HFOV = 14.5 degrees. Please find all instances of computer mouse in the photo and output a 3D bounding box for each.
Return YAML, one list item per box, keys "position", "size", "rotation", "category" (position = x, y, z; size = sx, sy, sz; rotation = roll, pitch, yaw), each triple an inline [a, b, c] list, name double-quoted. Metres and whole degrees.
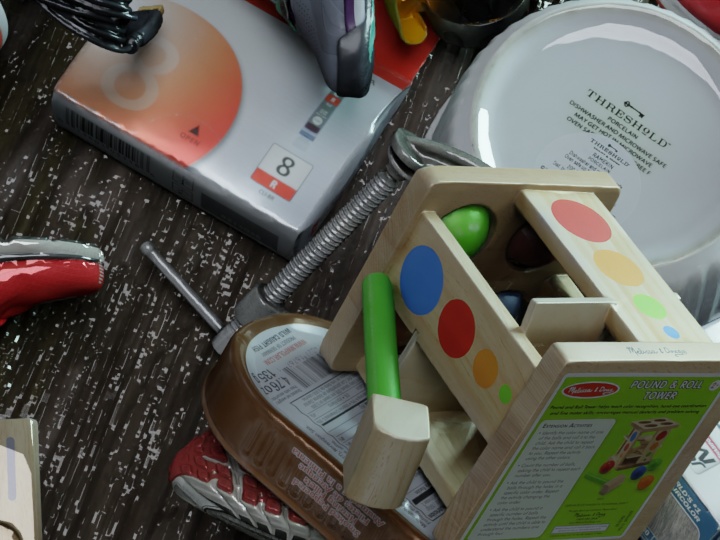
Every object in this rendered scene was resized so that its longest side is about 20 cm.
- position: [-0.162, -0.184, 1.537]
  size: [0.140, 0.200, 0.046]
  rotation: [28, 108, -10]
  category: "computer mouse"

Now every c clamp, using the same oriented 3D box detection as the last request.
- position: [0.000, 0.000, 1.484]
  size: [0.200, 0.027, 0.171]
  rotation: [-39, 90, 26]
  category: "c clamp"

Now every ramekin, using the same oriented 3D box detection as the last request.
- position: [0.132, -0.052, 1.532]
  size: [0.200, 0.105, 0.200]
  rotation: [2, 68, -4]
  category: "ramekin"

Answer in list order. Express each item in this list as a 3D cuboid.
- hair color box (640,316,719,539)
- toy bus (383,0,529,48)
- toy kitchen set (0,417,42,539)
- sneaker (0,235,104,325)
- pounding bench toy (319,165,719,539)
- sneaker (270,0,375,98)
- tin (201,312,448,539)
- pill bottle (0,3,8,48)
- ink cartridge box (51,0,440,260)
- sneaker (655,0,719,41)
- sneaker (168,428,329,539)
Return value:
- position: [0.213, 0.073, 1.474]
  size: [0.200, 0.061, 0.100]
  rotation: [-22, 68, -36]
  category: "hair color box"
- position: [0.076, -0.244, 1.599]
  size: [0.200, 0.136, 0.192]
  rotation: [-22, 50, -12]
  category: "toy bus"
- position: [-0.101, 0.153, 1.396]
  size: [0.200, 0.163, 0.181]
  rotation: [-3, 68, -6]
  category: "toy kitchen set"
- position: [-0.226, 0.038, 1.492]
  size: [0.200, 0.077, 0.085]
  rotation: [-17, 81, -4]
  category: "sneaker"
- position: [0.049, 0.036, 1.341]
  size: [0.200, 0.124, 0.156]
  rotation: [1, 41, -39]
  category: "pounding bench toy"
- position: [-0.041, -0.166, 1.560]
  size: [0.087, 0.074, 0.200]
  rotation: [-4, 45, -5]
  category: "sneaker"
- position: [0.011, 0.095, 1.380]
  size: [0.200, 0.042, 0.112]
  rotation: [39, 36, 15]
  category: "tin"
- position: [-0.290, -0.092, 1.510]
  size: [0.112, 0.112, 0.200]
  rotation: [36, 70, 10]
  category: "pill bottle"
- position: [-0.052, -0.126, 1.578]
  size: [0.162, 0.050, 0.200]
  rotation: [30, 72, 7]
  category: "ink cartridge box"
- position: [0.253, -0.147, 1.523]
  size: [0.200, 0.116, 0.078]
  rotation: [30, 68, -6]
  category: "sneaker"
- position: [-0.007, 0.145, 1.407]
  size: [0.200, 0.082, 0.078]
  rotation: [28, 29, -4]
  category: "sneaker"
